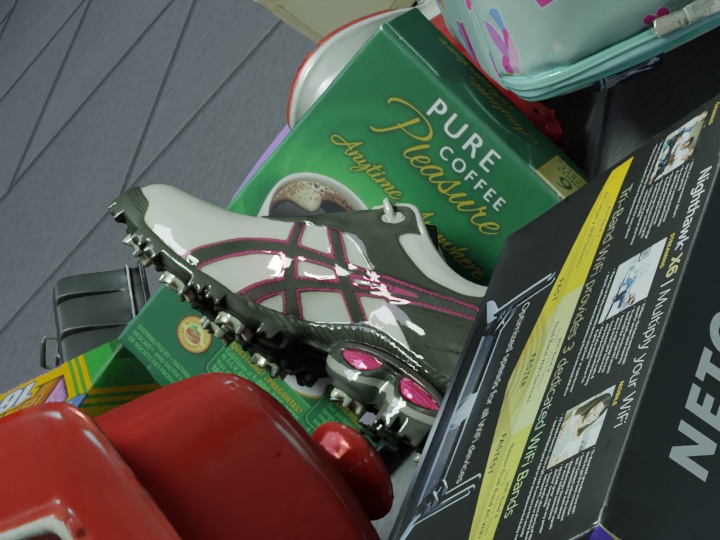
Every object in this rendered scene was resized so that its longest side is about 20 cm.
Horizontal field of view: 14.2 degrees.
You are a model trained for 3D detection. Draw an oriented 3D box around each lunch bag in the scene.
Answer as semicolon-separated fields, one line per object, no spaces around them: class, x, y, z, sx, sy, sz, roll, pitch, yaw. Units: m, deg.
lunch bag;0.110;-0.142;1.189;0.160;0.077;0.200;-24;19;-4

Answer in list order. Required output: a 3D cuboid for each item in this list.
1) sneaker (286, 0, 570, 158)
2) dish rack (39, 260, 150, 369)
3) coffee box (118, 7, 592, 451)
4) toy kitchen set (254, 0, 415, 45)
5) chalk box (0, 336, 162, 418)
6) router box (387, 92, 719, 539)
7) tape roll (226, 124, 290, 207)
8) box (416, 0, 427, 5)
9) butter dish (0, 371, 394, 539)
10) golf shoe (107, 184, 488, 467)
sneaker;0.073;-0.086;1.314;0.200;0.115;0.078;-35;-30;-26
dish rack;-0.131;0.112;1.436;0.153;0.054;0.200;-107;19;-63
coffee box;0.000;0.000;1.232;0.200;0.123;0.044;-50;-7;27
toy kitchen set;-0.022;-0.258;1.743;0.181;0.163;0.200;-53;15;11
chalk box;-0.145;0.141;1.258;0.124;0.125;0.200;-26;17;25
router box;0.084;0.046;1.011;0.157;0.052;0.200;-35;26;51
tape roll;-0.018;-0.009;1.414;0.200;0.066;0.200;-51;15;20
box;0.076;-0.220;1.555;0.159;0.048;0.200;-53;21;12
butter dish;-0.049;0.113;1.112;0.148;0.200;0.200;-37;6;-27
golf shoe;-0.012;0.007;1.184;0.088;0.200;0.077;-55;-25;-8
